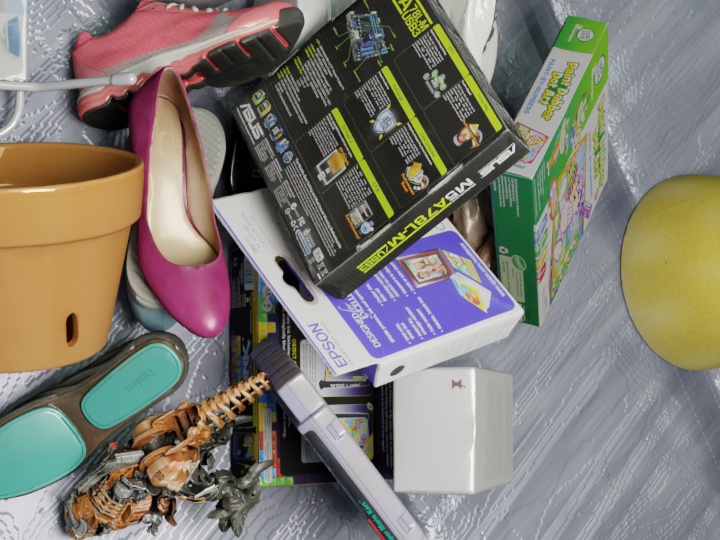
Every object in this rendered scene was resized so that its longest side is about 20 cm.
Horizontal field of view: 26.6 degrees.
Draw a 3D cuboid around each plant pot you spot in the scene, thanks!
[{"bbox_3d":[-0.257,-0.011,1.127,0.198,0.199,0.142,-9,106,-30],"label":"plant pot"},{"bbox_3d":[0.379,-0.003,1.514,0.198,0.142,0.203,3,84,-29],"label":"plant pot"}]

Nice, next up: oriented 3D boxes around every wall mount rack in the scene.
[{"bbox_3d":[-0.261,-0.203,1.180,0.171,0.075,0.203,1,85,-14],"label":"wall mount rack"}]

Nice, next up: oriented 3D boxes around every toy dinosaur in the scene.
[{"bbox_3d":[-0.142,0.152,1.186,0.135,0.198,0.103,19,57,-52],"label":"toy dinosaur"},{"bbox_3d":[0.111,-0.060,1.404,0.135,0.085,0.203,-23,121,-68],"label":"toy dinosaur"}]

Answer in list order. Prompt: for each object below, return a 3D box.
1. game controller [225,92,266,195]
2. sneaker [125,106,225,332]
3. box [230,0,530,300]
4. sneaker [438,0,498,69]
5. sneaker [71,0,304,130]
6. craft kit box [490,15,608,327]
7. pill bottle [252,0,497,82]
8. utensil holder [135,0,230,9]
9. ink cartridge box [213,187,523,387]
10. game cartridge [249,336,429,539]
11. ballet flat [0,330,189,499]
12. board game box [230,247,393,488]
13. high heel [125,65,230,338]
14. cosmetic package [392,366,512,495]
[{"bbox_3d":[-0.026,-0.092,1.343,0.198,0.042,0.106,10,81,-29],"label":"game controller"},{"bbox_3d":[-0.159,-0.041,1.254,0.073,0.082,0.202,14,57,-4],"label":"sneaker"},{"bbox_3d":[0.009,-0.112,1.191,0.047,0.192,0.201,34,23,-53],"label":"box"},{"bbox_3d":[0.066,-0.162,1.272,0.078,0.074,0.203,0,95,-19],"label":"sneaker"},{"bbox_3d":[-0.145,-0.188,1.227,0.198,0.074,0.088,-20,74,3],"label":"sneaker"},{"bbox_3d":[0.174,-0.087,1.371,0.201,0.048,0.199,79,30,-50],"label":"craft kit box"},{"bbox_3d":[0.011,-0.202,1.332,0.198,0.114,0.116,5,83,-30],"label":"pill bottle"},{"bbox_3d":[-0.114,-0.302,1.218,0.168,0.199,0.172,3,84,-30],"label":"utensil holder"},{"bbox_3d":[0.000,0.000,1.240,0.198,0.044,0.199,-15,54,-35],"label":"ink cartridge box"},{"bbox_3d":[-0.013,0.150,1.216,0.038,0.130,0.201,-36,106,-1],"label":"game cartridge"},{"bbox_3d":[-0.219,0.112,1.187,0.199,0.068,0.069,-30,105,-3],"label":"ballet flat"},{"bbox_3d":[-0.029,0.082,1.318,0.164,0.056,0.203,2,85,-32],"label":"board game box"},{"bbox_3d":[-0.137,-0.052,1.156,0.067,0.096,0.202,-13,65,-28],"label":"high heel"},{"bbox_3d":[0.082,0.136,1.302,0.070,0.200,0.103,-1,84,14],"label":"cosmetic package"}]
